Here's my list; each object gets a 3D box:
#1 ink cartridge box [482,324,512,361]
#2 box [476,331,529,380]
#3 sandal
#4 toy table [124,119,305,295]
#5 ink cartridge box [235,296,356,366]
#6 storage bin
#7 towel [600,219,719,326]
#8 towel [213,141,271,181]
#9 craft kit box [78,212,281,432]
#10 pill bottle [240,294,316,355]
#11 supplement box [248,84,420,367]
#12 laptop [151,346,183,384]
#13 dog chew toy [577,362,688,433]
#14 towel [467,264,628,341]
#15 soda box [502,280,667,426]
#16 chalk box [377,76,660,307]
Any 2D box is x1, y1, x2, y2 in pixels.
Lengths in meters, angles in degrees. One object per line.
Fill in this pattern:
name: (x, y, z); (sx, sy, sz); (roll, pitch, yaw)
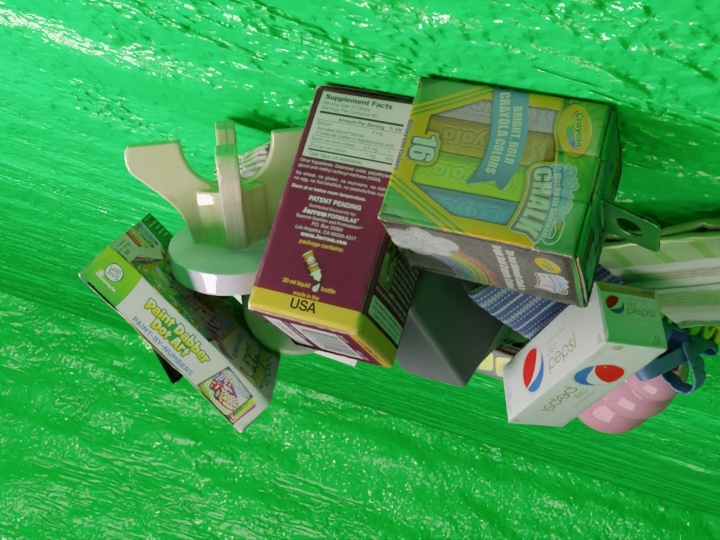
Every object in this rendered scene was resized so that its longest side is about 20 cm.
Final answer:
ink cartridge box: (0.093, 0.052, 1.286); (0.172, 0.044, 0.200); (13, -164, 20)
box: (0.138, 0.086, 1.329); (0.199, 0.035, 0.110); (18, -161, 36)
sandal: (0.320, 0.082, 1.170); (0.198, 0.088, 0.079); (14, 169, -15)
toy table: (-0.116, -0.066, 0.968); (0.182, 0.118, 0.200); (-10, -161, -17)
ink cartridge box: (-0.085, 0.041, 1.457); (0.198, 0.084, 0.147); (19, -163, -4)
storage bin: (0.081, 0.020, 1.054); (0.145, 0.135, 0.200); (11, 153, 37)
towel: (0.318, 0.002, 0.965); (0.148, 0.031, 0.199); (-6, 153, 41)
towel: (-0.068, -0.087, 1.150); (0.148, 0.031, 0.200); (24, 166, -23)
craft kit box: (-0.160, 0.041, 0.995); (0.198, 0.048, 0.200); (48, -173, -10)
pill bottle: (-0.074, 0.002, 1.106); (0.109, 0.110, 0.200); (21, -166, -15)
supplement box: (-0.004, -0.035, 0.898); (0.102, 0.202, 0.131); (13, 166, 19)
laptop: (-0.197, 0.077, 1.555); (0.198, 0.117, 0.187); (8, -157, -33)
dog chew toy: (0.348, 0.140, 1.352); (0.123, 0.126, 0.200); (20, 159, -10)
towel: (0.210, 0.015, 1.032); (0.199, 0.145, 0.024); (32, -155, -45)
soda box: (0.212, 0.086, 1.025); (0.067, 0.064, 0.200); (7, 150, -18)
chalk box: (0.133, -0.056, 0.812); (0.198, 0.125, 0.124); (12, 165, 18)
